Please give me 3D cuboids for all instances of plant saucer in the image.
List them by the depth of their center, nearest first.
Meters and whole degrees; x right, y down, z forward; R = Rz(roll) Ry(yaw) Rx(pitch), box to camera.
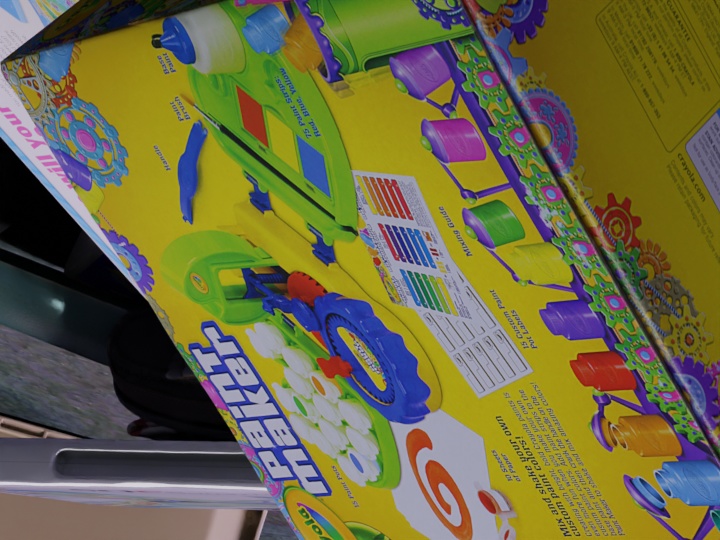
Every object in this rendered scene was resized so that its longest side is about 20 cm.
[{"bbox_3d":[-0.115,0.022,1.154,0.200,0.027,0.200,21,178,1],"label":"plant saucer"}]

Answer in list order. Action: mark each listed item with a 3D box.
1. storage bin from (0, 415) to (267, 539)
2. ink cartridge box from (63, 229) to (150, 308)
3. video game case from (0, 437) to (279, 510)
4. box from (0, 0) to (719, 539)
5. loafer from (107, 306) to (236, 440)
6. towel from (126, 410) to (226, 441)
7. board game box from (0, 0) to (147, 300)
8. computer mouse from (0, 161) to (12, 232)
[{"bbox_3d":[-0.176,0.204,1.543,0.198,0.200,0.094,16,159,-2],"label":"storage bin"},{"bbox_3d":[0.000,0.000,1.073,0.198,0.043,0.200,22,162,-16],"label":"ink cartridge box"},{"bbox_3d":[-0.052,0.085,1.080,0.182,0.022,0.200,0,174,12],"label":"video game case"},{"bbox_3d":[0.038,-0.020,0.744,0.193,0.122,0.200,-8,119,49],"label":"box"},{"bbox_3d":[-0.008,0.021,0.996,0.200,0.072,0.063,1,137,22],"label":"loafer"},{"bbox_3d":[0.022,0.060,1.086,0.200,0.023,0.144,-3,170,19],"label":"towel"},{"bbox_3d":[-0.068,-0.058,0.898,0.134,0.034,0.200,-3,137,42],"label":"board game box"},{"bbox_3d":[-0.207,-0.054,1.001,0.138,0.053,0.200,16,-178,37],"label":"computer mouse"}]
